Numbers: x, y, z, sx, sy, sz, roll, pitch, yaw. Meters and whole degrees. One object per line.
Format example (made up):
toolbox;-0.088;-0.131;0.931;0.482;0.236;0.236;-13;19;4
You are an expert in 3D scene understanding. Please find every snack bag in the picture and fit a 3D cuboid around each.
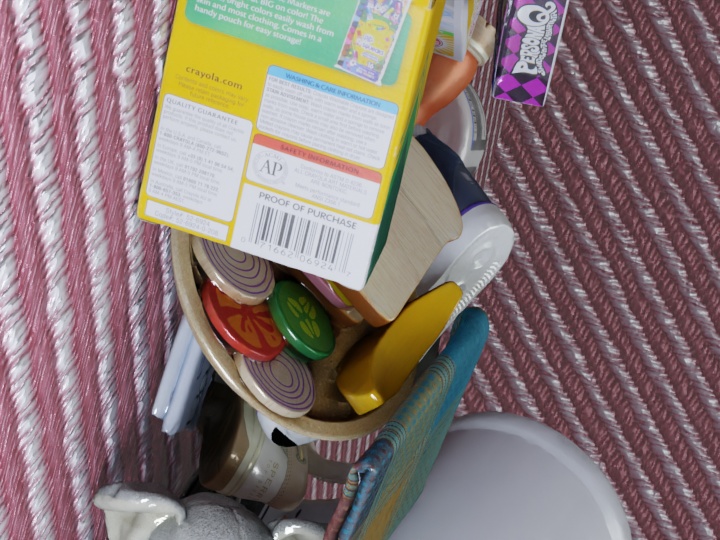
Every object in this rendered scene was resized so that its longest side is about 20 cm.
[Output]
snack bag;-0.087;0.008;1.670;0.200;0.021;0.190;87;21;-87

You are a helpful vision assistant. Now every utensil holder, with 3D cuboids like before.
utensil holder;0.053;0.205;1.704;0.200;0.169;0.171;-37;148;-52

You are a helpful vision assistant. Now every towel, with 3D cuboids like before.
towel;0.014;0.116;1.540;0.200;0.022;0.147;-48;162;-58

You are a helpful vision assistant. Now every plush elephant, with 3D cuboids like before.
plush elephant;-0.094;0.198;1.562;0.155;0.164;0.201;121;-34;-45

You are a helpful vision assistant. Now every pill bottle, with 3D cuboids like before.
pill bottle;0.035;-0.103;2.019;0.200;0.113;0.114;-15;122;-83

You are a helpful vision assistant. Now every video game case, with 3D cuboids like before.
video game case;0.109;-0.217;1.550;0.200;0.036;0.182;-82;-177;-61

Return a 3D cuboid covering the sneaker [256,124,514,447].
sneaker;-0.017;-0.005;1.663;0.200;0.146;0.081;-44;151;-1

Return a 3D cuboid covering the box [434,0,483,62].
box;0.027;-0.211;1.641;0.200;0.112;0.102;83;26;-79

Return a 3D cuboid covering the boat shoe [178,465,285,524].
boat shoe;-0.119;0.198;1.788;0.064;0.070;0.201;47;65;-46

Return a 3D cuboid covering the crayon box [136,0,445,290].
crayon box;-0.031;-0.101;1.364;0.052;0.125;0.201;-63;170;-56

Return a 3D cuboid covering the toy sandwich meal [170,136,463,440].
toy sandwich meal;-0.018;-0.003;1.529;0.070;0.205;0.206;-28;-153;41

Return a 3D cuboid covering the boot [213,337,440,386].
boot;0.000;0.000;1.729;0.078;0.138;0.201;108;0;-72

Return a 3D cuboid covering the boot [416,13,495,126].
boot;0.011;-0.124;1.818;0.108;0.075;0.200;-59;-164;-9

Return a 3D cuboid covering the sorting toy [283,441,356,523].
sorting toy;-0.052;0.204;1.854;0.181;0.107;0.200;-63;-152;-4

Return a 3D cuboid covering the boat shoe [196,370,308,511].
boat shoe;-0.063;0.092;1.760;0.072;0.065;0.200;-58;-166;20
